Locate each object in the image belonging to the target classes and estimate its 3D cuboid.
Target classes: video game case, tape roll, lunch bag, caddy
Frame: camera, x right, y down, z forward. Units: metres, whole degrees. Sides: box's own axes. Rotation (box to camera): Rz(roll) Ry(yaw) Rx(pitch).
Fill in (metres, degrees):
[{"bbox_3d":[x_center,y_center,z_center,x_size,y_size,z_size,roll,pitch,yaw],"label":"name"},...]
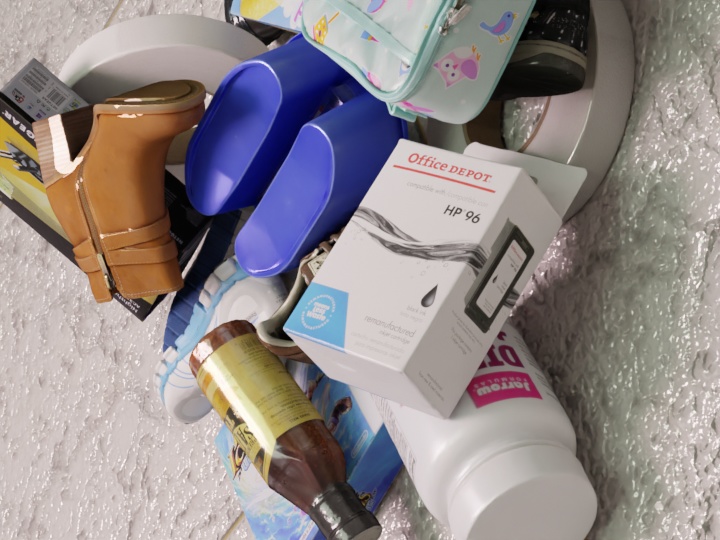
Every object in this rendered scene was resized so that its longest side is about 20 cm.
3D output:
[{"bbox_3d":[-0.035,0.125,1.580,0.201,0.045,0.182,-60,35,26],"label":"video game case"},{"bbox_3d":[0.119,-0.124,1.436,0.202,0.037,0.205,-26,58,50],"label":"tape roll"},{"bbox_3d":[0.039,-0.191,1.345,0.161,0.077,0.200,-62,31,11],"label":"lunch bag"},{"bbox_3d":[-0.163,-0.138,1.709,0.203,0.201,0.037,-44,41,40],"label":"tape roll"},{"bbox_3d":[-0.043,-0.089,1.503,0.142,0.105,0.200,51,135,17],"label":"caddy"}]

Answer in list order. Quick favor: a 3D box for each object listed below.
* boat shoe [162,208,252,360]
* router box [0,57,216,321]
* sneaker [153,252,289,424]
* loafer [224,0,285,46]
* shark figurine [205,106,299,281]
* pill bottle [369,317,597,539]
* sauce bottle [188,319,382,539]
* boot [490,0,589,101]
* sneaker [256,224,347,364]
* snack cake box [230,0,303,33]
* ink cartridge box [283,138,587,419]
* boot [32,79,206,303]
[{"bbox_3d":[-0.104,0.011,1.698,0.072,0.072,0.201,39,107,58],"label":"boat shoe"},{"bbox_3d":[-0.226,-0.064,1.667,0.052,0.200,0.157,-49,-2,-29],"label":"router box"},{"bbox_3d":[-0.104,0.074,1.608,0.087,0.075,0.201,51,139,21],"label":"sneaker"},{"bbox_3d":[-0.079,-0.303,1.781,0.072,0.072,0.202,-15,77,45],"label":"loafer"},{"bbox_3d":[-0.092,-0.105,1.625,0.214,0.090,0.128,37,77,23],"label":"shark figurine"},{"bbox_3d":[0.078,0.103,1.349,0.114,0.113,0.201,-58,38,27],"label":"pill bottle"},{"bbox_3d":[-0.055,0.128,1.491,0.200,0.066,0.066,53,125,27],"label":"sauce bottle"},{"bbox_3d":[0.102,-0.202,1.395,0.203,0.073,0.155,7,81,57],"label":"boot"},{"bbox_3d":[0.000,0.000,1.464,0.200,0.075,0.071,-52,55,29],"label":"sneaker"},{"bbox_3d":[-0.005,-0.212,1.585,0.200,0.114,0.068,23,99,58],"label":"snack cake box"},{"bbox_3d":[0.052,-0.014,1.326,0.115,0.068,0.201,17,68,42],"label":"ink cartridge box"},{"bbox_3d":[-0.168,-0.056,1.513,0.199,0.076,0.157,-12,99,41],"label":"boot"}]
